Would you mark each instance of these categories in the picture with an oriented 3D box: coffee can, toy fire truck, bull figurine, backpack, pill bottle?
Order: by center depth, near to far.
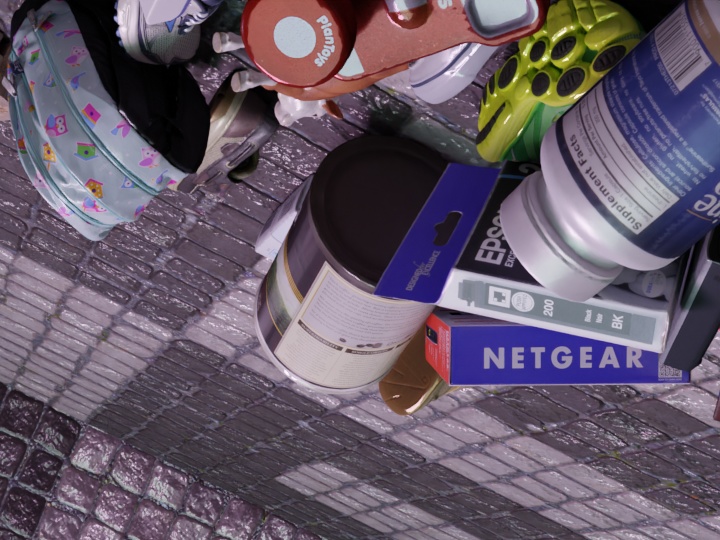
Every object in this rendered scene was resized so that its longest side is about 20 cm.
[{"bbox_3d":[0.003,-0.208,0.852,0.166,0.112,0.202,-15,114,22],"label":"toy fire truck"},{"bbox_3d":[0.177,-0.071,0.887,0.110,0.112,0.200,31,125,-23],"label":"pill bottle"},{"bbox_3d":[-0.029,-0.154,1.087,0.120,0.066,0.199,-4,170,-36],"label":"bull figurine"},{"bbox_3d":[-0.204,-0.123,1.195,0.166,0.126,0.201,35,-160,-39],"label":"backpack"},{"bbox_3d":[0.000,0.000,1.291,0.145,0.147,0.200,25,146,-5],"label":"coffee can"}]

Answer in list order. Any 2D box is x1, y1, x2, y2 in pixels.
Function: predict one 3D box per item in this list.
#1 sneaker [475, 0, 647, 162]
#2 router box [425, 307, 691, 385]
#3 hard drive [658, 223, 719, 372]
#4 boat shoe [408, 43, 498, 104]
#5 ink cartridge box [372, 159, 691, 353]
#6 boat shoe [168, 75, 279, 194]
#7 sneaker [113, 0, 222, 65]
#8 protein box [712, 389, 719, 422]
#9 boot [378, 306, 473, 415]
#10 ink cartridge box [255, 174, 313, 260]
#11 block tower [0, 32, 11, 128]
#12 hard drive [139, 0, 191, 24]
[{"bbox_3d":[0.144,-0.125,1.006,0.083,0.075,0.200,6,166,-17],"label":"sneaker"},{"bbox_3d":[0.160,0.062,1.273,0.197,0.050,0.180,0,-177,-2],"label":"router box"},{"bbox_3d":[0.247,-0.027,1.011,0.033,0.141,0.200,18,160,9],"label":"hard drive"},{"bbox_3d":[0.071,-0.177,0.945,0.066,0.074,0.200,32,147,-11],"label":"boat shoe"},{"bbox_3d":[0.130,-0.029,1.045,0.198,0.199,0.044,10,124,15],"label":"ink cartridge box"},{"bbox_3d":[-0.122,-0.105,1.340,0.066,0.072,0.201,31,156,-7],"label":"boat shoe"},{"bbox_3d":[-0.132,-0.204,1.091,0.084,0.078,0.200,16,160,9],"label":"sneaker"},{"bbox_3d":[0.344,0.015,0.919,0.198,0.200,0.135,18,160,16],"label":"protein box"},{"bbox_3d":[0.121,0.055,1.460,0.073,0.200,0.155,49,-152,19],"label":"boot"},{"bbox_3d":[0.006,-0.009,1.479,0.199,0.048,0.160,30,160,-10],"label":"ink cartridge box"},{"bbox_3d":[-0.312,-0.160,1.442,0.054,0.058,0.200,2,149,47],"label":"block tower"},{"bbox_3d":[-0.123,-0.252,0.812,0.025,0.202,0.132,-16,173,-21],"label":"hard drive"}]
